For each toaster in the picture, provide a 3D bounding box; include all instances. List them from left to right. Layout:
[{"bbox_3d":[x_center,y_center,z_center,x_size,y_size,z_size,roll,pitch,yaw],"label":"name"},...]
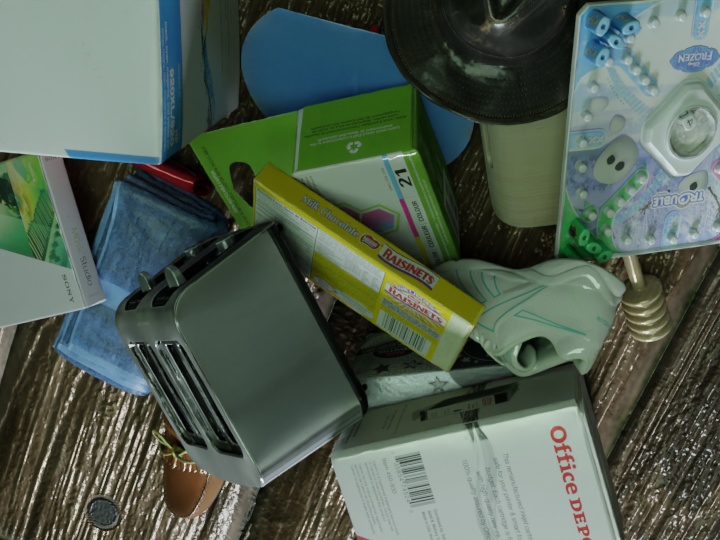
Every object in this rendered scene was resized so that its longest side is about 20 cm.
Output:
[{"bbox_3d":[-0.097,0.073,0.907,0.118,0.180,0.202,-33,102,-24],"label":"toaster"}]

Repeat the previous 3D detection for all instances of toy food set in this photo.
[{"bbox_3d":[0.194,-0.118,0.888,0.197,0.061,0.145,-7,123,9],"label":"toy food set"}]

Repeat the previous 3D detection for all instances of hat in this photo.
[{"bbox_3d":[0.110,-0.208,0.791,0.197,0.081,0.204,0,86,-2],"label":"hat"}]

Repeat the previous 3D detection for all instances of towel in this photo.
[{"bbox_3d":[-0.203,0.015,1.027,0.111,0.049,0.202,27,111,1],"label":"towel"}]

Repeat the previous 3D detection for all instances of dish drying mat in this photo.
[{"bbox_3d":[-0.226,-0.117,0.976,0.198,0.077,0.018,27,96,3],"label":"dish drying mat"}]

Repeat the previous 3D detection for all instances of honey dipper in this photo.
[{"bbox_3d":[0.214,-0.027,0.894,0.037,0.038,0.202,-13,125,15],"label":"honey dipper"}]

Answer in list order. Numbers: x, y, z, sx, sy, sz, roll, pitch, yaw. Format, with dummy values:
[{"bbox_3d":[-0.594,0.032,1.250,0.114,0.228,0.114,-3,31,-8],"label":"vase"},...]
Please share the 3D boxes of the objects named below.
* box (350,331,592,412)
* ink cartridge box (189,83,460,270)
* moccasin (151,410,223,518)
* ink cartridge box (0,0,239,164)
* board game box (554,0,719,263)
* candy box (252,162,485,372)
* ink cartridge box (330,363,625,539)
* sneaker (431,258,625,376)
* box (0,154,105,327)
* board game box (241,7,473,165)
[{"bbox_3d":[0.098,0.121,0.962,0.197,0.115,0.134,-7,106,14],"label":"box"},{"bbox_3d":[-0.029,-0.057,0.918,0.197,0.077,0.148,-11,140,15],"label":"ink cartridge box"},{"bbox_3d":[-0.154,0.140,1.035,0.073,0.077,0.204,26,112,22],"label":"moccasin"},{"bbox_3d":[-0.190,-0.182,0.880,0.145,0.200,0.147,5,111,10],"label":"ink cartridge box"},{"bbox_3d":[0.248,-0.103,0.833,0.197,0.026,0.203,-8,118,-15],"label":"board game box"},{"bbox_3d":[0.000,0.000,0.870,0.199,0.027,0.103,34,153,8],"label":"candy box"},{"bbox_3d":[0.096,0.172,0.872,0.197,0.083,0.149,-14,103,16],"label":"ink cartridge box"},{"bbox_3d":[0.111,0.038,0.880,0.070,0.081,0.199,32,158,-36],"label":"sneaker"},{"bbox_3d":[-0.338,-0.020,1.026,0.198,0.036,0.146,-13,98,25],"label":"box"},{"bbox_3d":[0.001,-0.155,0.913,0.197,0.039,0.159,17,149,8],"label":"board game box"}]
